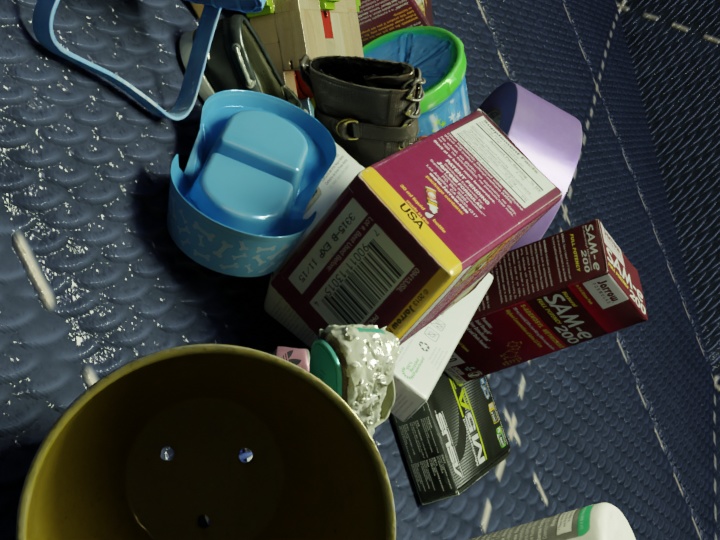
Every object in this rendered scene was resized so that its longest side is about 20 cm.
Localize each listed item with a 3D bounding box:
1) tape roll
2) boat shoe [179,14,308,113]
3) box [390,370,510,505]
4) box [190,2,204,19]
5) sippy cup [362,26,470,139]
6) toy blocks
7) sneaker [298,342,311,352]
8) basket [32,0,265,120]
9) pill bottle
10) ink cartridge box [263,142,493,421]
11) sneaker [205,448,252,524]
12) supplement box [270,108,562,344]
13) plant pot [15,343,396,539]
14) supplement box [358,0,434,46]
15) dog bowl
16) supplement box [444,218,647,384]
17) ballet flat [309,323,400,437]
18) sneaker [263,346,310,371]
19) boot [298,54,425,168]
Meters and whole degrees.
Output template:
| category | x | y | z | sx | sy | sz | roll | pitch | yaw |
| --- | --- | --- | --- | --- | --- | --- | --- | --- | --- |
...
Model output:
| category | x | y | z | sx | sy | sz | roll | pitch | yaw |
| --- | --- | --- | --- | --- | --- | --- | --- | --- | --- |
| tape roll | 0.150 | -0.095 | 1.522 | 0.084 | 0.200 | 0.201 | 26 | 37 | -13 |
| boat shoe | -0.077 | -0.128 | 1.193 | 0.200 | 0.060 | 0.076 | 52 | 28 | -41 |
| box | 0.076 | 0.111 | 1.390 | 0.193 | 0.047 | 0.202 | -9 | 80 | -70 |
| box | -0.159 | -0.333 | 1.166 | 0.201 | 0.021 | 0.165 | 64 | 19 | -52 |
| sippy cup | 0.059 | -0.164 | 1.488 | 0.178 | 0.139 | 0.131 | -44 | 134 | -22 |
| toy blocks | -0.045 | -0.193 | 1.312 | 0.200 | 0.099 | 0.138 | -24 | 106 | -68 |
| sneaker | -0.024 | 0.034 | 1.215 | 0.087 | 0.075 | 0.200 | 34 | 33 | 12 |
| basket | -0.148 | -0.227 | 1.018 | 0.176 | 0.138 | 0.202 | 27 | 82 | -62 |
| pill bottle | 0.131 | 0.271 | 1.175 | 0.113 | 0.199 | 0.114 | 50 | 29 | -42 |
| ink cartridge box | 0.000 | 0.000 | 1.159 | 0.200 | 0.041 | 0.200 | 41 | 36 | -3 |
| sneaker | -0.071 | 0.163 | 0.932 | 0.115 | 0.080 | 0.201 | -32 | 103 | -71 |
| supplement box | 0.046 | -0.026 | 1.083 | 0.103 | 0.131 | 0.200 | 47 | 35 | 8 |
| plant pot | -0.088 | 0.134 | 0.807 | 0.142 | 0.198 | 0.202 | -150 | -142 | -82 |
| supplement box | 0.000 | -0.339 | 1.529 | 0.200 | 0.085 | 0.111 | 50 | 28 | -42 |
| dog bowl | -0.085 | -0.066 | 1.071 | 0.111 | 0.050 | 0.201 | 22 | 34 | -4 |
| supplement box | 0.153 | 0.032 | 1.312 | 0.109 | 0.199 | 0.061 | 41 | 35 | -49 |
| ballet flat | -0.008 | 0.121 | 1.000 | 0.072 | 0.071 | 0.201 | -77 | 180 | -54 |
| sneaker | -0.030 | 0.107 | 1.077 | 0.200 | 0.081 | 0.071 | 30 | 42 | -60 |
| boot | 0.039 | -0.103 | 1.236 | 0.175 | 0.198 | 0.070 | 94 | 12 | -45 |
